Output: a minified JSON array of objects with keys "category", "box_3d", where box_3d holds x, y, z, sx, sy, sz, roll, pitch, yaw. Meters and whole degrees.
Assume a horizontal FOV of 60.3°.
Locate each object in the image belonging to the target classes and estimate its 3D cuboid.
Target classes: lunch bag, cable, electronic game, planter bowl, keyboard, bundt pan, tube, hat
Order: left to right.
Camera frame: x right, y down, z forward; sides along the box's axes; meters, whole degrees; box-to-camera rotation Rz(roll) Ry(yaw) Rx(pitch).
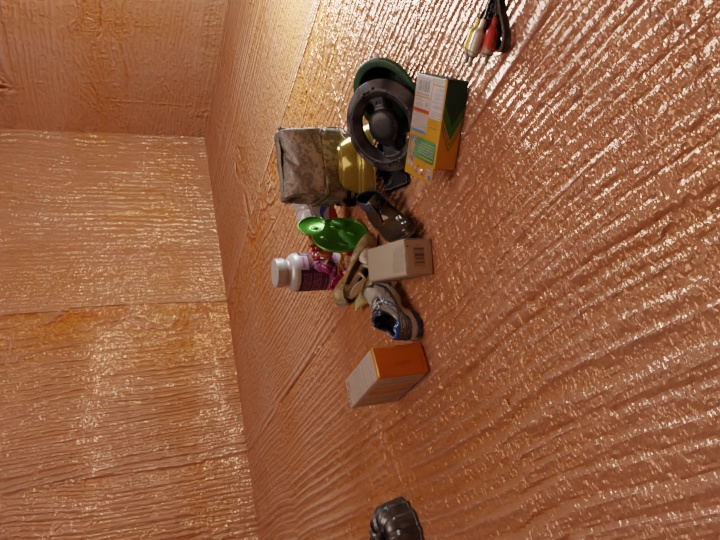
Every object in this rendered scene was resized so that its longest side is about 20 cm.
[{"category":"lunch bag","box_3d":[-0.136,-0.269,1.601,0.139,0.166,0.203,-17,77,59]},{"category":"planter bowl","box_3d":[-0.014,-0.260,1.512,0.200,0.082,0.203,174,90,-86]},{"category":"tube","box_3d":[0.018,0.052,1.598,0.052,0.058,0.200,43,158,-6]},{"category":"electronic game","box_3d":[0.055,-0.315,1.352,0.198,0.042,0.202,16,122,27]},{"category":"keyboard","box_3d":[0.075,-0.284,1.454,0.103,0.039,0.203,-14,78,44]},{"category":"bundt pan","box_3d":[0.078,0.649,1.471,0.201,0.075,0.205,178,90,-67]},{"category":"hat","box_3d":[0.091,-0.429,1.401,0.201,0.176,0.165,52,139,-7]},{"category":"cable","box_3d":[0.221,-0.447,1.044,0.097,0.050,0.202,38,128,57]}]

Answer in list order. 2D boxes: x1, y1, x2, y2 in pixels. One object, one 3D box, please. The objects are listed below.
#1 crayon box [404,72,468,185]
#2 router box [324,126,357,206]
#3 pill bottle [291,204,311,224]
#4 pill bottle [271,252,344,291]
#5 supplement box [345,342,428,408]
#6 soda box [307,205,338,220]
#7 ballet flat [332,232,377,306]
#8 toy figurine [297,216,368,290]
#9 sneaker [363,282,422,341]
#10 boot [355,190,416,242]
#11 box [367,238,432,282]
[{"category":"crayon box","box_3d":[0.148,-0.282,1.236,0.126,0.051,0.202,-135,48,-58]},{"category":"router box","box_3d":[-0.056,-0.289,1.713,0.200,0.061,0.151,-122,38,-50]},{"category":"pill bottle","box_3d":[-0.159,-0.246,1.898,0.116,0.115,0.202,148,117,-64]},{"category":"pill bottle","box_3d":[-0.155,0.004,1.803,0.112,0.198,0.114,177,90,-67]},{"category":"supplement box","box_3d":[0.056,0.241,1.417,0.200,0.125,0.074,123,138,-53]},{"category":"soda box","box_3d":[-0.103,-0.161,1.739,0.068,0.063,0.202,-146,33,-75]},{"category":"ballet flat","box_3d":[0.000,0.000,1.539,0.201,0.070,0.071,-61,22,-8]},{"category":"toy figurine","box_3d":[-0.077,-0.032,1.679,0.150,0.198,0.186,-53,-27,-45]},{"category":"sneaker","box_3d":[0.056,0.092,1.416,0.200,0.084,0.078,42,130,45]},{"category":"boot","box_3d":[0.051,-0.125,1.405,0.075,0.097,0.200,-48,24,-6]},{"category":"box","box_3d":[0.085,-0.020,1.394,0.200,0.068,0.083,171,96,-68]}]
